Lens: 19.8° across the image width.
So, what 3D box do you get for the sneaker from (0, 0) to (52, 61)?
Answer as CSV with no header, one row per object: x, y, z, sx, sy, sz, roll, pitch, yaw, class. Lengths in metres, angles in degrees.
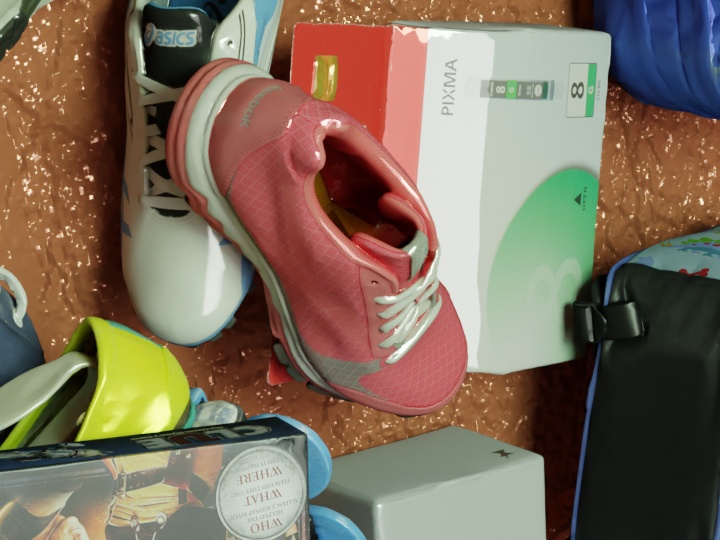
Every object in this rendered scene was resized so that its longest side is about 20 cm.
-0.143,-0.144,0.795,0.200,0.088,0.077,-46,163,-47,sneaker

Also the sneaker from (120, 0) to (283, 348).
-0.072,-0.069,0.857,0.072,0.072,0.201,9,87,-66,sneaker

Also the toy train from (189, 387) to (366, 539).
-0.058,0.139,0.889,0.087,0.114,0.200,-62,141,-49,toy train

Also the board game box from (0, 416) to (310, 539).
-0.115,0.133,0.759,0.199,0.035,0.136,-6,100,-23,board game box

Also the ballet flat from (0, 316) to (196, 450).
-0.147,0.099,0.792,0.200,0.067,0.067,-50,127,-11,ballet flat

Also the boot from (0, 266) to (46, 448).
-0.174,0.005,0.811,0.090,0.073,0.201,-15,116,-40,boot

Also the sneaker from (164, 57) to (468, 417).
0.000,0.000,0.837,0.074,0.087,0.200,-54,131,-20,sneaker

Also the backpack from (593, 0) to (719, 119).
0.195,-0.168,0.988,0.162,0.168,0.201,-8,107,-29,backpack

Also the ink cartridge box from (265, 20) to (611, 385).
0.042,-0.032,0.941,0.200,0.050,0.162,-8,105,-55,ink cartridge box

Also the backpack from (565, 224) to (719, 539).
0.209,0.071,1.041,0.200,0.147,0.184,-23,121,-52,backpack

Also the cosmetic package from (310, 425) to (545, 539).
0.032,0.186,0.991,0.101,0.071,0.201,-11,106,-35,cosmetic package
